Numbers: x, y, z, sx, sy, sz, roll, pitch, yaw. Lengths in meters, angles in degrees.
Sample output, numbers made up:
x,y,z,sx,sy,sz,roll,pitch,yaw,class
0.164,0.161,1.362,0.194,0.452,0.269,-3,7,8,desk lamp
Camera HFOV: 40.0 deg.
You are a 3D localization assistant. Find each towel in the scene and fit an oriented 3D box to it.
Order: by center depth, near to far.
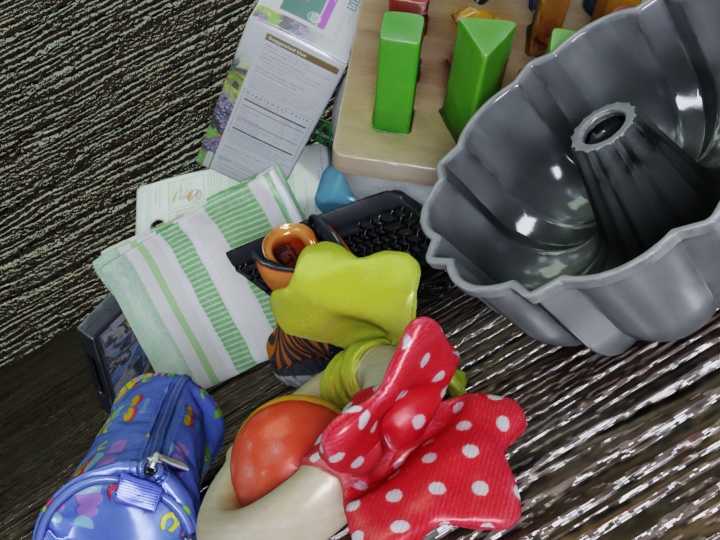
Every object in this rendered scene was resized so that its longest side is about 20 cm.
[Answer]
x,y,z,sx,sy,sz,roll,pitch,yaw,class
-0.120,0.015,0.852,0.200,0.153,0.023,-25,8,22,towel

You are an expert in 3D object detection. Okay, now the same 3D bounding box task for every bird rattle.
x,y,z,sx,sy,sz,roll,pitch,yaw,class
-0.006,0.081,0.450,0.163,0.113,0.200,-41,20,12,bird rattle

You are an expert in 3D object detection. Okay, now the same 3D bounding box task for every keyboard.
x,y,z,sx,sy,sz,roll,pitch,yaw,class
0.000,0.000,0.718,0.200,0.127,0.021,-17,51,48,keyboard

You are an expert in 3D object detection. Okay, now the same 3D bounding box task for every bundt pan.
x,y,z,sx,sy,sz,roll,pitch,yaw,class
0.131,-0.042,0.467,0.202,0.076,0.202,-30,32,21,bundt pan

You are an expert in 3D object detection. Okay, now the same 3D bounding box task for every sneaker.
x,y,z,sx,sy,sz,roll,pitch,yaw,class
-0.033,0.018,0.686,0.078,0.112,0.200,-36,11,-24,sneaker

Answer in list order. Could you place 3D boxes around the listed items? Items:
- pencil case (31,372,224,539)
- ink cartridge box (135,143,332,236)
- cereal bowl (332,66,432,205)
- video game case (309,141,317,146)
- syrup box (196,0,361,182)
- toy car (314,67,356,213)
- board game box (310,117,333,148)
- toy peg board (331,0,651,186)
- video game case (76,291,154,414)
x,y,z,sx,sy,sz,roll,pitch,yaw,class
-0.123,0.117,0.565,0.087,0.078,0.200,-60,7,7,pencil case
-0.114,-0.027,0.942,0.200,0.050,0.162,-13,57,10,ink cartridge box
0.080,-0.114,0.703,0.200,0.200,0.083,-35,-19,-18,cereal bowl
-0.052,-0.066,1.107,0.182,0.024,0.200,-34,-28,-14,video game case
-0.063,-0.149,0.791,0.200,0.081,0.079,126,167,-58,syrup box
0.095,-0.106,0.806,0.200,0.177,0.184,8,75,31,toy car
0.027,-0.114,0.967,0.200,0.023,0.105,12,11,-43,board game box
0.096,-0.154,0.618,0.098,0.200,0.199,97,-178,-58,toy peg board
-0.204,0.038,1.022,0.200,0.025,0.181,-50,-15,-29,video game case
